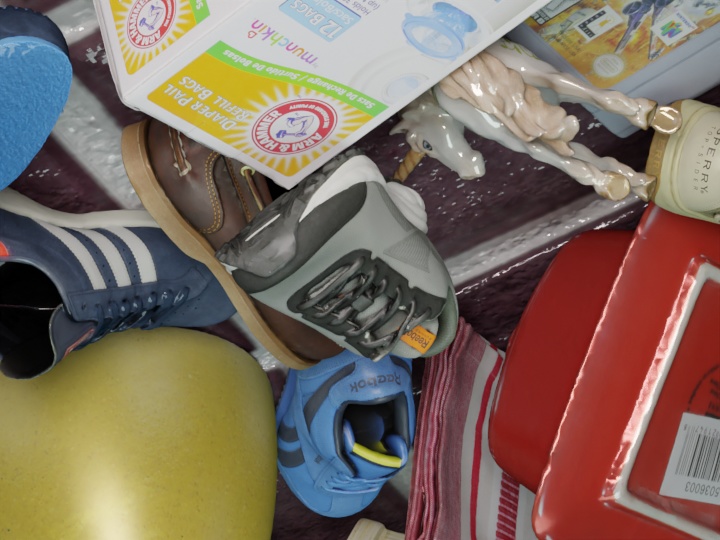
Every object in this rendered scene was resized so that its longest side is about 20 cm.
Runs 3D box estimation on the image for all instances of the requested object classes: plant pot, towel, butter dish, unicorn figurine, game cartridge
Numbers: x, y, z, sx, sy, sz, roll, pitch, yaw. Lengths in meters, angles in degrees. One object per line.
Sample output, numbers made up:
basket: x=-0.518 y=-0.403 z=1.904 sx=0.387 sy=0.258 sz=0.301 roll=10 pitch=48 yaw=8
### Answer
plant pot: x=-0.128 y=0.145 z=1.454 sx=0.199 sy=0.142 sz=0.200 roll=-12 pitch=147 yaw=-8
towel: x=0.089 y=0.125 z=1.525 sx=0.023 sy=0.145 sz=0.200 roll=-7 pitch=155 yaw=33
butter dish: x=0.139 y=0.058 z=1.461 sx=0.200 sy=0.148 sz=0.200 roll=25 pitch=84 yaw=-46
unicorn figurine: x=0.070 y=-0.071 z=1.245 sx=0.137 sy=0.074 sz=0.200 roll=21 pitch=166 yaw=15
game cartridge: x=0.128 y=-0.140 z=1.258 sx=0.133 sy=0.042 sz=0.200 roll=-27 pitch=145 yaw=22

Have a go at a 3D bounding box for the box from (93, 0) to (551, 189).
box: x=-0.004 y=-0.140 z=1.138 sx=0.200 sy=0.102 sz=0.112 roll=-34 pitch=142 yaw=24

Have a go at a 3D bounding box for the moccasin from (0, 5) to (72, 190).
moccasin: x=-0.204 y=-0.056 z=1.206 sx=0.080 sy=0.068 sz=0.200 roll=28 pitch=125 yaw=-37

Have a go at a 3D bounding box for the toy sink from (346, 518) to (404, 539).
toy sink: x=0.020 y=0.233 z=1.615 sx=0.199 sy=0.130 sz=0.112 roll=13 pitch=130 yaw=19

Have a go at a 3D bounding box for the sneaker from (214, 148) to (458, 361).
sneaker: x=0.000 y=0.000 z=1.215 sx=0.074 sy=0.079 sz=0.200 roll=-36 pitch=166 yaw=13

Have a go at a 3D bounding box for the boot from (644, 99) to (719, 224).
boot: x=0.249 y=-0.034 z=1.338 sx=0.200 sy=0.155 sz=0.073 roll=10 pitch=96 yaw=-54

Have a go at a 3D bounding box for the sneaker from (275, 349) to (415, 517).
sneaker: x=-0.007 y=0.094 z=1.494 sx=0.066 sy=0.079 sz=0.200 roll=-11 pitch=147 yaw=-13

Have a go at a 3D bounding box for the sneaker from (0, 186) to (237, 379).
sneaker: x=-0.136 y=0.016 z=1.318 sx=0.199 sy=0.085 sz=0.075 roll=11 pitch=137 yaw=-35

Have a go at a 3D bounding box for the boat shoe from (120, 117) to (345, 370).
boat shoe: x=-0.039 y=-0.017 z=1.325 sx=0.070 sy=0.071 sz=0.200 roll=-21 pitch=146 yaw=14
